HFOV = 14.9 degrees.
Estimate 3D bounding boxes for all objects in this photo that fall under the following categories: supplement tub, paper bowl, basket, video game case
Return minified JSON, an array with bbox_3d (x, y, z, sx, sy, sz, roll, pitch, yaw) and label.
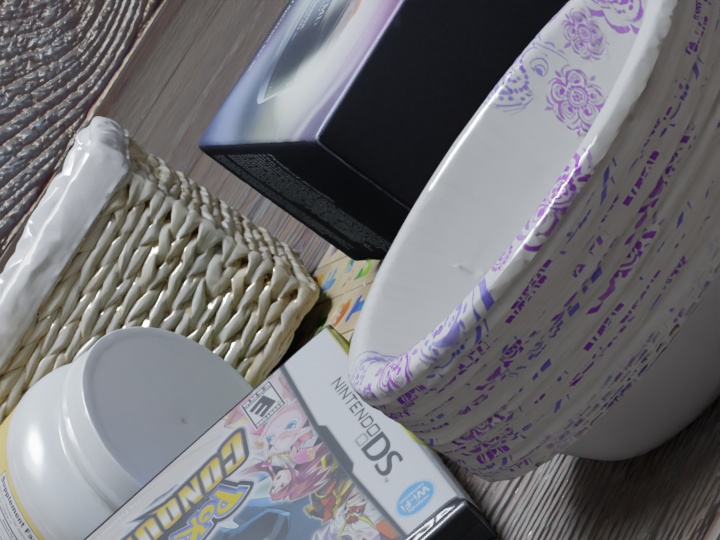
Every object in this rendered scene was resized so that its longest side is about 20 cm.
[{"bbox_3d":[-0.143,0.138,1.448,0.200,0.145,0.146,-48,14,33],"label":"supplement tub"},{"bbox_3d":[0.091,-0.012,1.013,0.201,0.104,0.201,-53,12,17],"label":"paper bowl"},{"bbox_3d":[-0.140,0.034,1.623,0.200,0.161,0.198,-60,8,4],"label":"basket"},{"bbox_3d":[-0.054,0.129,1.171,0.200,0.026,0.181,-41,30,1],"label":"video game case"}]

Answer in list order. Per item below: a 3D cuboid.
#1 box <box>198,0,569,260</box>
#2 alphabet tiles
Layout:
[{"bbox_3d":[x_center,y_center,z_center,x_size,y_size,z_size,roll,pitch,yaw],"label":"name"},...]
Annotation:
[{"bbox_3d":[0.039,-0.116,1.413,0.200,0.123,0.198,-58,19,-10],"label":"box"},{"bbox_3d":[0.000,0.000,1.546,0.167,0.006,0.200,-61,12,-17],"label":"alphabet tiles"}]
